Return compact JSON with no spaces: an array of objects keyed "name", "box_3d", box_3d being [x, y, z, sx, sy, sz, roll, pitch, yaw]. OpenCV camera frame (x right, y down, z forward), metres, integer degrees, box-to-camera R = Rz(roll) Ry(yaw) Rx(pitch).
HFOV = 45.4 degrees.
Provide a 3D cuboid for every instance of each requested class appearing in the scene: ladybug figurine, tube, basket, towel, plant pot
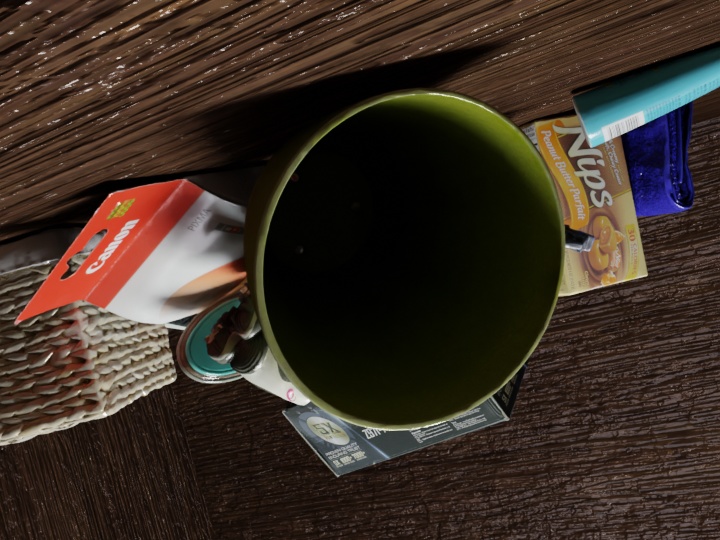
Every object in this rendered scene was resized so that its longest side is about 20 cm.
[{"name":"ladybug figurine","box_3d":[0.029,-0.023,0.723,0.071,0.137,0.200,-6,-155,-24]},{"name":"tube","box_3d":[0.296,-0.173,0.785,0.198,0.051,0.077,-21,-176,13]},{"name":"basket","box_3d":[-0.293,0.061,0.783,0.198,0.163,0.198,-18,180,7]},{"name":"towel","box_3d":[0.321,-0.135,1.049,0.049,0.150,0.200,3,175,-20]},{"name":"plant pot","box_3d":[-0.002,-0.023,0.557,0.185,0.190,0.200,-16,-163,-17]}]

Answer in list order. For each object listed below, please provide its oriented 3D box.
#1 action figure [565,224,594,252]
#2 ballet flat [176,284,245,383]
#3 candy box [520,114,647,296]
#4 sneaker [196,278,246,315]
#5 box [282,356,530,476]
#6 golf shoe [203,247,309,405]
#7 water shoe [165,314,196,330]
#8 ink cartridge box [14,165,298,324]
[{"name":"action figure","box_3d":[0.133,-0.088,0.801,0.198,0.106,0.193,22,-160,13]},{"name":"ballet flat","box_3d":[-0.094,0.043,0.765,0.063,0.068,0.200,-30,-173,47]},{"name":"candy box","box_3d":[0.258,-0.080,1.010,0.114,0.203,0.055,-11,180,-21]},{"name":"sneaker","box_3d":[-0.137,0.004,0.919,0.092,0.071,0.200,19,-139,15]},{"name":"box","box_3d":[0.050,0.078,0.778,0.199,0.086,0.164,-27,-161,37]},{"name":"golf shoe","box_3d":[-0.054,0.031,0.690,0.077,0.088,0.201,-42,-169,31]},{"name":"water shoe","box_3d":[-0.241,0.031,0.947,0.198,0.072,0.079,15,173,-10]},{"name":"ink cartridge box","box_3d":[-0.142,-0.010,0.664,0.162,0.050,0.199,-42,170,33]}]
